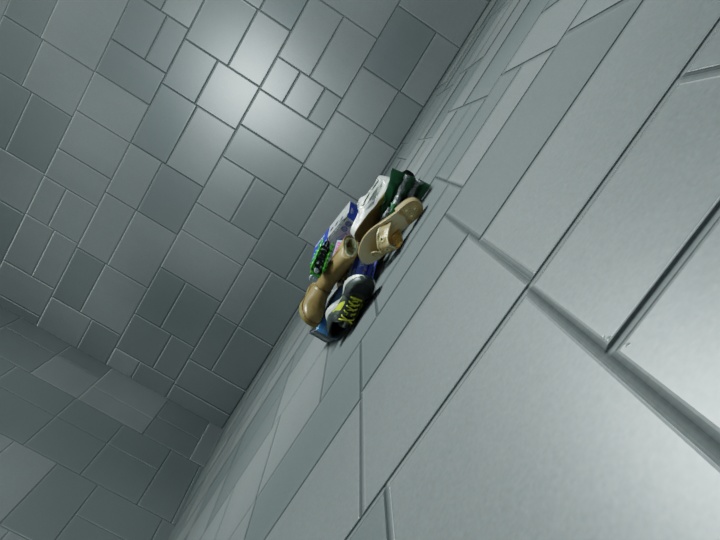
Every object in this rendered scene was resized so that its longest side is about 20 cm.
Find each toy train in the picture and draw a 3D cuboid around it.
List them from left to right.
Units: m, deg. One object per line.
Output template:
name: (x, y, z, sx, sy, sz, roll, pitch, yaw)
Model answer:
toy train: (-0.105, -0.026, 1.381, 0.200, 0.042, 0.056, -78, 13, -66)

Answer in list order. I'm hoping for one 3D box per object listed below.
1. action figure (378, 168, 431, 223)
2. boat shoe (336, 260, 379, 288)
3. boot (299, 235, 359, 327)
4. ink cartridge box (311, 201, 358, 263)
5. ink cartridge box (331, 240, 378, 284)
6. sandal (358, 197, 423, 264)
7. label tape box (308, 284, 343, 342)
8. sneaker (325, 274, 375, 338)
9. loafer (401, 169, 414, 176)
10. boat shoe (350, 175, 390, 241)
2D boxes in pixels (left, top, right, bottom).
action figure: (0.094, -0.151, 1.387, 0.055, 0.118, 0.200, -113, 46, -67)
boat shoe: (0.000, 0.000, 1.508, 0.065, 0.072, 0.200, -8, -34, -42)
boot: (-0.080, 0.026, 1.374, 0.200, 0.066, 0.175, -51, 23, 31)
ink cartridge box: (-0.072, -0.102, 1.567, 0.200, 0.044, 0.094, -49, 20, 32)
ink cartridge box: (-0.022, -0.017, 1.430, 0.200, 0.042, 0.120, 13, 86, 59)
sandal: (0.074, -0.083, 1.284, 0.212, 0.078, 0.070, -47, 29, 16)
label tape box: (-0.068, 0.116, 1.446, 0.143, 0.066, 0.200, -61, 6, -16)
sneaker: (-0.022, 0.092, 1.273, 0.085, 0.074, 0.200, -89, 25, -46)
loafer: (0.110, -0.226, 1.649, 0.070, 0.068, 0.201, -28, 34, 61)
boat shoe: (0.024, -0.168, 1.414, 0.200, 0.069, 0.071, -56, -29, -17)
